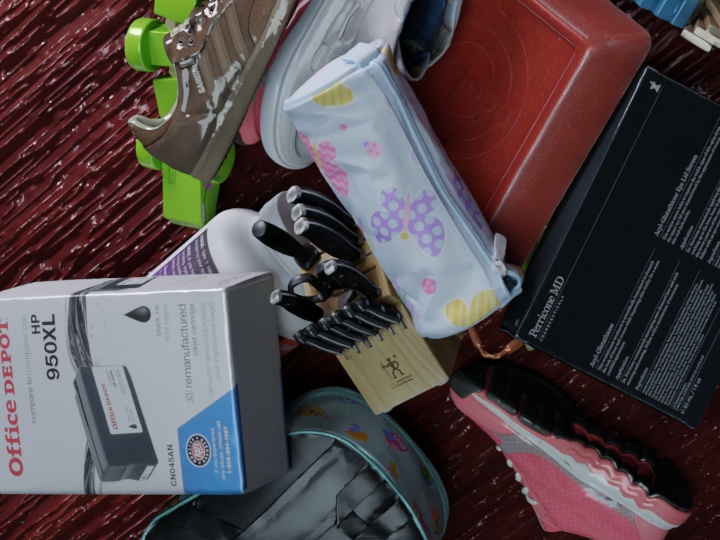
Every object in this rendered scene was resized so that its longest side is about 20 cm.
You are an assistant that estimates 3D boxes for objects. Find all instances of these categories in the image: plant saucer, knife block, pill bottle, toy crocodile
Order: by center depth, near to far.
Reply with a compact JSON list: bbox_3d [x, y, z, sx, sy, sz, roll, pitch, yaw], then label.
[{"bbox_3d":[0.077,-0.131,1.507,0.200,0.037,0.201,43,117,30],"label":"plant saucer"},{"bbox_3d":[0.000,0.000,1.518,0.064,0.200,0.176,-26,105,21],"label":"knife block"},{"bbox_3d":[-0.126,-0.127,1.603,0.067,0.062,0.202,8,112,29],"label":"toy crocodile"},{"bbox_3d":[-0.105,0.032,1.613,0.200,0.112,0.113,-39,94,23],"label":"pill bottle"}]

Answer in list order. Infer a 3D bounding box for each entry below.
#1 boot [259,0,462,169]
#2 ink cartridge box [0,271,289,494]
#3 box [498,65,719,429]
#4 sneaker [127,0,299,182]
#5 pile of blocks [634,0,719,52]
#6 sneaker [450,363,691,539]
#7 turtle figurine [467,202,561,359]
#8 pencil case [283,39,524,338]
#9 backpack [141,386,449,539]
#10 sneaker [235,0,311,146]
[{"bbox_3d":[0.003,-0.146,1.492,0.096,0.073,0.201,40,113,45],"label":"boot"},{"bbox_3d":[-0.160,0.081,1.536,0.199,0.084,0.146,-3,96,23],"label":"ink cartridge box"},{"bbox_3d":[0.201,-0.016,1.471,0.140,0.079,0.201,27,90,-8],"label":"box"},{"bbox_3d":[-0.095,-0.161,1.497,0.075,0.070,0.201,25,103,-4],"label":"sneaker"},{"bbox_3d":[0.231,-0.194,1.466,0.199,0.082,0.062,31,112,5],"label":"pile of blocks"},{"bbox_3d":[0.140,0.148,1.594,0.199,0.074,0.087,34,114,3],"label":"sneaker"},{"bbox_3d":[0.146,-0.039,1.536,0.160,0.064,0.202,0,80,3],"label":"turtle figurine"},{"bbox_3d":[0.030,-0.052,1.442,0.083,0.091,0.201,-35,99,-21],"label":"pencil case"},{"bbox_3d":[-0.033,0.187,1.619,0.200,0.153,0.176,-39,93,31],"label":"backpack"},{"bbox_3d":[-0.041,-0.173,1.554,0.086,0.074,0.201,22,111,7],"label":"sneaker"}]
